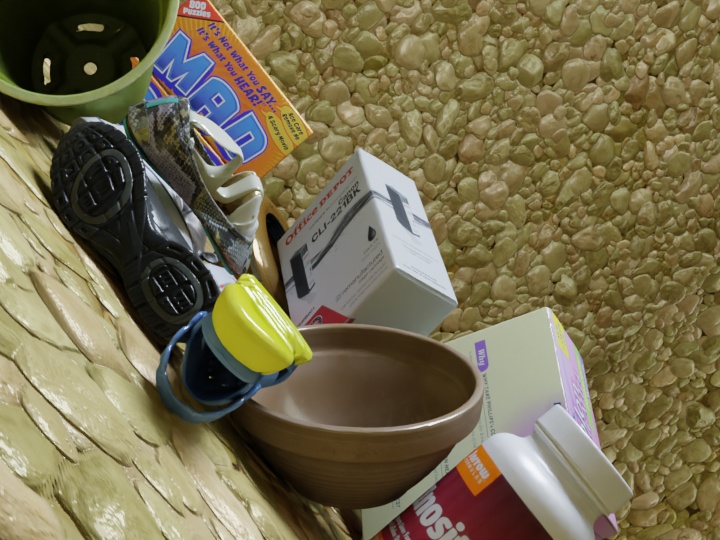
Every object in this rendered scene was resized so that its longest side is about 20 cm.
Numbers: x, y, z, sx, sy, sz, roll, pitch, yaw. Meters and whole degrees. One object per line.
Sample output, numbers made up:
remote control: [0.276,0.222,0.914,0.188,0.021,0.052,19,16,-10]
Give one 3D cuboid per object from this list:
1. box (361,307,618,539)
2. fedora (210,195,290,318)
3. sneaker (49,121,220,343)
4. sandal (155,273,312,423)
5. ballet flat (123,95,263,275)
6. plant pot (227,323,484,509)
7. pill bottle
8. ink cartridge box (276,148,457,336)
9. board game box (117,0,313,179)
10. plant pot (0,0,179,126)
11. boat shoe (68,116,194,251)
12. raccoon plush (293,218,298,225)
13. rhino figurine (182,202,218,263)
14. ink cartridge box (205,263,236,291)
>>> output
box: [0.103,0.157,0.983,0.097,0.198,0.178,48,28,-44]
fedora: [-0.109,0.009,1.232,0.201,0.081,0.203,-90,154,-69]
sneaker: [-0.171,-0.022,0.862,0.202,0.075,0.091,58,-7,13]
sandal: [-0.088,0.055,0.764,0.080,0.087,0.200,49,2,6]
ballet flat: [-0.118,-0.068,0.924,0.072,0.072,0.201,51,-5,42]
plant pot: [-0.005,0.120,0.874,0.201,0.197,0.094,-128,-142,-66]
pill bottle: [0.096,0.195,0.821,0.113,0.199,0.113,49,0,0]
ink cartridge box: [0.000,0.000,1.100,0.083,0.144,0.201,29,27,-29]
board game box: [-0.194,-0.174,1.329,0.201,0.199,0.200,50,0,-7]
plant pot: [-0.261,-0.216,1.035,0.201,0.199,0.190,50,-12,5]
boat shoe: [-0.184,-0.069,0.973,0.065,0.074,0.201,-5,46,-42]
raccoon plush: [-0.017,0.009,1.307,0.135,0.096,0.201,53,-20,25]
rhino figurine: [-0.185,-0.049,1.129,0.088,0.059,0.200,62,-2,-31]
ink cartridge box: [-0.104,0.064,1.006,0.163,0.050,0.200,51,-2,6]
